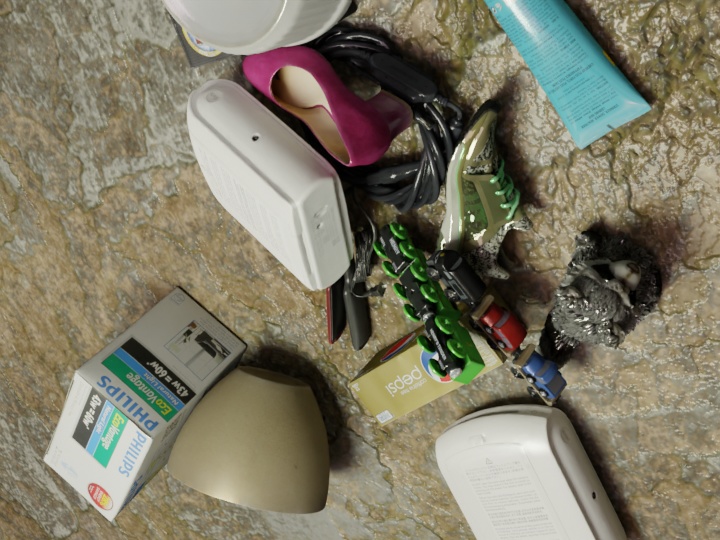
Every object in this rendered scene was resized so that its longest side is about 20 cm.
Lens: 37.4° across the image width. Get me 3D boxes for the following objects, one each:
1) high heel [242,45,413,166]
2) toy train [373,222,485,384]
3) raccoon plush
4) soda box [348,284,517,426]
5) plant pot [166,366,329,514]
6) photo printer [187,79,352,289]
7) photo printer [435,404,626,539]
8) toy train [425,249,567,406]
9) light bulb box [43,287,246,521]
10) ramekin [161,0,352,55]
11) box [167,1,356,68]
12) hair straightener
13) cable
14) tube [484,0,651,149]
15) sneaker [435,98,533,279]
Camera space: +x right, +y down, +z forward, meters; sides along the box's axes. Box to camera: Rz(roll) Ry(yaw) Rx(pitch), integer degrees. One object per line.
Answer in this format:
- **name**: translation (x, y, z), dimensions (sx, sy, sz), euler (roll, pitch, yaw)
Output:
- **high heel**: translation (-0.053, -0.153, 1.000), dimensions (0.198, 0.096, 0.068), euler (30, 135, 22)
- **toy train**: translation (0.068, 0.029, 1.058), dimensions (0.042, 0.056, 0.202), euler (-47, 45, 26)
- **raccoon plush**: translation (0.210, 0.059, 0.989), dimensions (0.096, 0.134, 0.202), euler (25, 129, 16)
- **soda box**: translation (0.080, 0.094, 1.143), dimensions (0.199, 0.068, 0.064), euler (-34, 96, 42)
- **plant pot**: translation (-0.121, 0.193, 1.278), dimensions (0.197, 0.200, 0.137), euler (15, 91, 25)
- **photo printer**: translation (-0.097, -0.092, 1.084), dimensions (0.200, 0.069, 0.167), euler (42, 160, 28)
- **photo printer**: translation (0.181, 0.240, 1.164), dimensions (0.165, 0.069, 0.202), euler (-19, 105, 40)
- **toy train**: translation (0.138, 0.056, 1.032), dimensions (0.200, 0.034, 0.046), euler (49, 155, -15)
- **light bulb box**: translation (-0.270, 0.166, 1.332), dimensions (0.124, 0.200, 0.199), euler (38, 131, 7)
- **ramekin**: translation (-0.105, -0.289, 0.955), dimensions (0.200, 0.094, 0.205), euler (16, 125, 25)
- **box**: translation (-0.117, -0.301, 1.047), dimensions (0.197, 0.044, 0.162), euler (-6, 113, 36)
- **hair straightener**: translation (0.000, 0.000, 1.165), dimensions (0.076, 0.041, 0.203), euler (15, 120, 25)
- **cable**: translation (0.010, -0.150, 1.060), dimensions (0.198, 0.051, 0.165), euler (31, 138, 19)
- **tube**: translation (0.165, -0.201, 0.923), dimensions (0.077, 0.050, 0.201), euler (-27, 105, 45)
- **sneaker**: translation (0.127, -0.071, 1.018), dimensions (0.087, 0.077, 0.202), euler (15, 132, 13)
